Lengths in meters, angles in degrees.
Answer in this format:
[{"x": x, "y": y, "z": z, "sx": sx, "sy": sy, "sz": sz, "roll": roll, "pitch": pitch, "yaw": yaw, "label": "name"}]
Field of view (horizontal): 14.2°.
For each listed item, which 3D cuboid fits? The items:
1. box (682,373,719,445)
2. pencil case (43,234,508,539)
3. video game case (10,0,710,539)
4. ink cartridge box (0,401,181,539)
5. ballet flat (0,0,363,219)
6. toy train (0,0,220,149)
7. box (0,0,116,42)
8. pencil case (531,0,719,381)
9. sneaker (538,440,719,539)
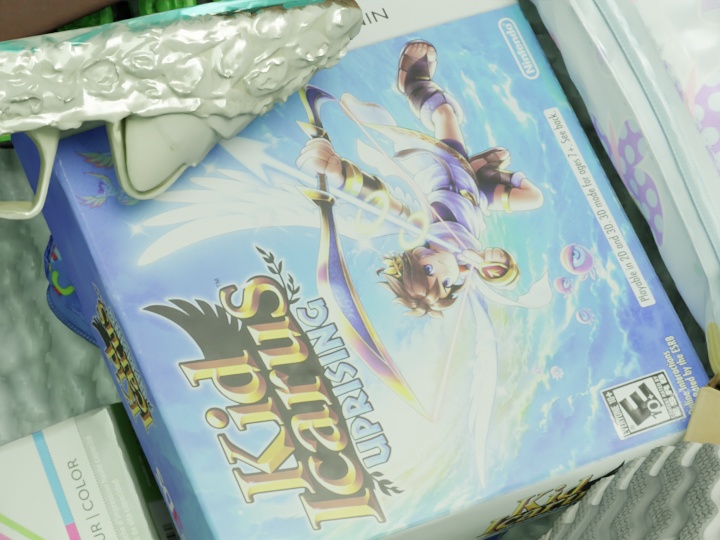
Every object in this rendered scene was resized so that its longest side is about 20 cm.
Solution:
[{"x": 0.162, "y": 0.151, "z": 0.962, "sx": 0.163, "sy": 0.021, "sz": 0.200, "roll": 23, "pitch": 118, "yaw": 14, "label": "box"}, {"x": -0.029, "y": 0.039, "z": 1.026, "sx": 0.087, "sy": 0.078, "sz": 0.200, "roll": -41, "pitch": 77, "yaw": -17, "label": "pencil case"}, {"x": 0.000, "y": 0.000, "z": 0.981, "sx": 0.181, "sy": 0.045, "sz": 0.200, "roll": -18, "pitch": 68, "yaw": -18, "label": "video game case"}, {"x": -0.154, "y": 0.132, "z": 1.057, "sx": 0.200, "sy": 0.059, "sz": 0.104, "roll": -22, "pitch": 83, "yaw": 11, "label": "ink cartridge box"}, {"x": -0.097, "y": -0.051, "z": 0.937, "sx": 0.200, "sy": 0.072, "sz": 0.072, "roll": -7, "pitch": 84, "yaw": -10, "label": "ballet flat"}, {"x": -0.114, "y": -0.075, "z": 1.075, "sx": 0.200, "sy": 0.042, "sz": 0.056, "roll": -7, "pitch": 94, "yaw": 12, "label": "toy train"}, {"x": -0.144, "y": -0.121, "z": 1.004, "sx": 0.200, "sy": 0.075, "sz": 0.100, "roll": -23, "pitch": 97, "yaw": 14, "label": "box"}, {"x": 0.117, "y": -0.058, "z": 0.984, "sx": 0.083, "sy": 0.091, "sz": 0.200, "roll": -46, "pitch": 62, "yaw": 46, "label": "pencil case"}, {"x": 0.132, "y": 0.099, "z": 0.899, "sx": 0.200, "sy": 0.075, "sz": 0.082, "roll": -17, "pitch": 115, "yaw": 37, "label": "sneaker"}]
